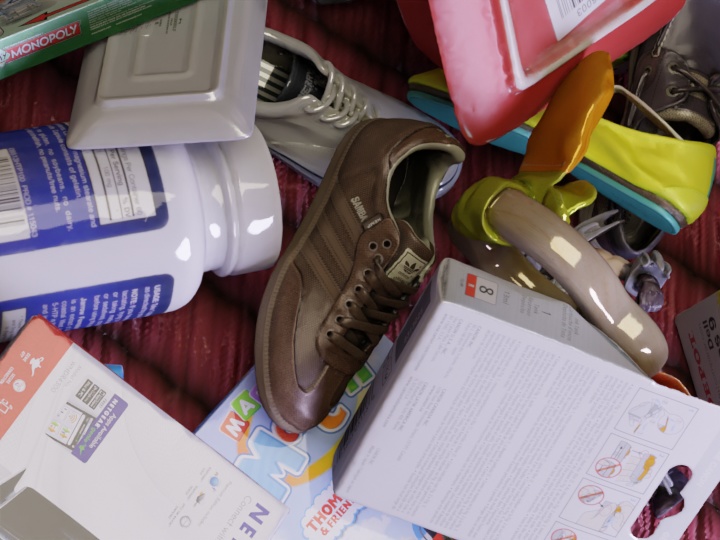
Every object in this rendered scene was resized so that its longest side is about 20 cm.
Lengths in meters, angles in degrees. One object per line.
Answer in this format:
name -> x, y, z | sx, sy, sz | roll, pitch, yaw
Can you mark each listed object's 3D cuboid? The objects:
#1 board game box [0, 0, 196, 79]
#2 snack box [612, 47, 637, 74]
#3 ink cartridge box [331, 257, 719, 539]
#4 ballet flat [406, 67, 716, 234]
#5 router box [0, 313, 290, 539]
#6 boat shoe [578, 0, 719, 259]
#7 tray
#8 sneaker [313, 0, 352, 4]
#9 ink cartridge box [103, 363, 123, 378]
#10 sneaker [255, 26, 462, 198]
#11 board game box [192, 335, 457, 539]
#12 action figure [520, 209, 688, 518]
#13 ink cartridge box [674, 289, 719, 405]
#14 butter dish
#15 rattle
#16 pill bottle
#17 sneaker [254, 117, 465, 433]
board game box -> -0.162, -0.187, 1.585 | 0.200, 0.029, 0.135 | -25, 43, -21
snack box -> 0.166, -0.230, 1.723 | 0.142, 0.053, 0.201 | -9, 80, -17
ink cartridge box -> 0.104, 0.093, 1.531 | 0.200, 0.162, 0.050 | 19, 36, -13
ballet flat -> 0.127, -0.091, 1.624 | 0.200, 0.067, 0.067 | 27, 82, 16
router box -> -0.167, 0.157, 1.441 | 0.179, 0.049, 0.200 | 37, 70, -7
boat shoe -> 0.197, -0.099, 1.661 | 0.072, 0.065, 0.200 | 21, 95, -21
tray -> -0.111, -0.139, 1.559 | 0.107, 0.022, 0.200 | -4, 38, 5
sneaker -> 0.023, -0.247, 1.679 | 0.200, 0.086, 0.080 | -36, 121, -4
ink cartridge box -> -0.238, 0.127, 1.497 | 0.199, 0.084, 0.146 | 3, 77, -16
sneaker -> -0.027, -0.096, 1.622 | 0.200, 0.071, 0.073 | 19, 72, -11
board game box -> 0.003, 0.131, 1.594 | 0.200, 0.037, 0.151 | 43, 69, -2
action figure -> 0.151, 0.051, 1.624 | 0.130, 0.069, 0.200 | -37, 90, 23
ink cartridge box -> 0.279, 0.066, 1.606 | 0.087, 0.200, 0.146 | -12, 81, -16
butter dish -> 0.080, -0.209, 1.585 | 0.200, 0.148, 0.200 | -35, 129, -28
rattle -> 0.158, -0.003, 1.559 | 0.200, 0.130, 0.143 | 40, 58, 6
pill bottle -> -0.153, -0.028, 1.542 | 0.199, 0.120, 0.120 | -10, 79, -19
sneaker -> 0.000, 0.000, 1.551 | 0.070, 0.075, 0.200 | 32, 70, -43
